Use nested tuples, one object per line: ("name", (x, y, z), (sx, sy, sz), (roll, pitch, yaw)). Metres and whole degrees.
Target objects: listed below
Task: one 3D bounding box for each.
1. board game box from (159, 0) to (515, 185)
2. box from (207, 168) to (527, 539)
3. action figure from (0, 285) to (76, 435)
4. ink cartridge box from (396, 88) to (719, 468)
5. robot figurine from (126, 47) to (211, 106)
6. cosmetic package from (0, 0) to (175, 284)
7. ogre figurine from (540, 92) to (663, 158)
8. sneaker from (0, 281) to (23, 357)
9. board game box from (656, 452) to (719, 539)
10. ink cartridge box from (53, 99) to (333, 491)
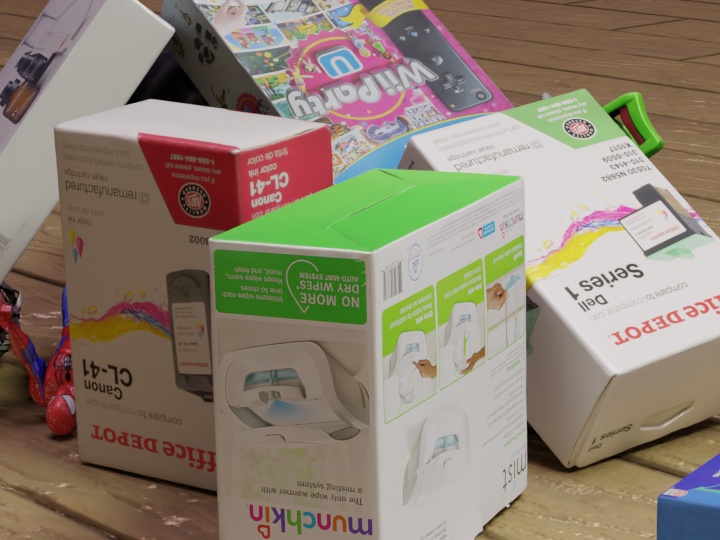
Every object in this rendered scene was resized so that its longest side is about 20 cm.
("board game box", (-0.013, -0.118, 1.495), (0.147, 0.064, 0.200), (-20, 59, -30))
("box", (0.012, 0.053, 1.226), (0.096, 0.178, 0.200), (5, 15, 24))
("action figure", (-0.174, 0.011, 1.491), (0.065, 0.099, 0.201), (-4, 43, 11))
("ink cartridge box", (0.127, 0.001, 1.406), (0.144, 0.084, 0.200), (-17, 55, -35))
("robot figurine", (-0.095, -0.109, 1.610), (0.125, 0.150, 0.200), (-43, 17, 7))
("cosmetic package", (-0.207, -0.092, 1.526), (0.052, 0.201, 0.151), (35, -1, -19))
("ogre figurine", (0.174, -0.055, 1.688), (0.199, 0.121, 0.098), (3, -22, -40))
("sneaker", (-0.252, 0.033, 1.557), (0.074, 0.081, 0.200), (-3, 13, -13))
("board game box", (0.266, 0.123, 1.184), (0.199, 0.045, 0.152), (7, 16, 30))
("ink cartridge box", (-0.090, 0.014, 1.352), (0.147, 0.202, 0.085), (9, 17, 38))
